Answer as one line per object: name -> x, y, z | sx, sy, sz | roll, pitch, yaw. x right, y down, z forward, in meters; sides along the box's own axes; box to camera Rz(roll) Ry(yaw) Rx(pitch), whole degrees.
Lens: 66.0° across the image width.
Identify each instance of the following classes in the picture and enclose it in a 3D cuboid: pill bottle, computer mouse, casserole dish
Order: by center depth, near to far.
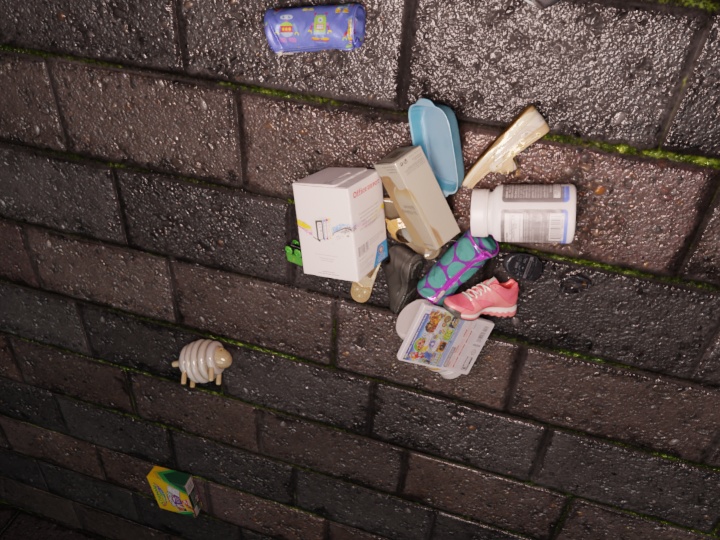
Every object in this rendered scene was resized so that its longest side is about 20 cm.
casserole dish -> 0.154, -0.245, 1.094 | 0.120, 0.038, 0.203 | 29, 141, 49
pill bottle -> 0.322, -0.114, 1.105 | 0.196, 0.114, 0.116 | 3, 124, 18
computer mouse -> 0.405, 0.004, 1.211 | 0.196, 0.034, 0.060 | 19, 110, 0
pill bottle -> 0.179, 0.172, 1.337 | 0.111, 0.114, 0.200 | -21, 126, 30

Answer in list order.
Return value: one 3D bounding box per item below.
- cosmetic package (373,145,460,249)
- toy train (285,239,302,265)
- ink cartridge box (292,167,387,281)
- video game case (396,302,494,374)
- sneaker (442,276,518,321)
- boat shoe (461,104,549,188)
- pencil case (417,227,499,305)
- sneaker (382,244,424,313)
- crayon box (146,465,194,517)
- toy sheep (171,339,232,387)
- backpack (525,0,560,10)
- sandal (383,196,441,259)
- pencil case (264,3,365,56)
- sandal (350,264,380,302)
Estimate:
cosmetic package -> 0.117, -0.149, 1.144 | 0.202, 0.071, 0.105 | 60, 164, -19
toy train -> -0.102, -0.022, 1.330 | 0.197, 0.042, 0.057 | 20, 136, 31
ink cartridge box -> -0.040, -0.105, 1.187 | 0.142, 0.147, 0.204 | 8, 117, 29
video game case -> 0.194, 0.158, 1.259 | 0.197, 0.018, 0.145 | 16, 111, -25
sneaker -> 0.269, 0.054, 1.231 | 0.196, 0.074, 0.088 | -2, 117, -26
boat shoe -> 0.279, -0.222, 1.072 | 0.069, 0.074, 0.200 | 41, 126, -4
pencil case -> 0.214, -0.005, 1.227 | 0.084, 0.093, 0.201 | 27, 128, -16
sneaker -> 0.092, 0.017, 1.307 | 0.090, 0.076, 0.202 | 36, 139, 25
crayon box -> -0.724, 0.865, 2.166 | 0.169, 0.059, 0.203 | 6, 124, 16
toy sheep -> -0.468, 0.270, 1.630 | 0.195, 0.139, 0.140 | -7, 121, 10
backpack -> 0.268, -0.513, 0.849 | 0.200, 0.127, 0.166 | 43, 137, -13
sandal -> 0.099, -0.090, 1.236 | 0.199, 0.054, 0.080 | 40, 126, -9
pencil case -> -0.087, -0.452, 1.043 | 0.196, 0.078, 0.089 | 4, 95, 17
sandal -> 0.005, 0.001, 1.321 | 0.076, 0.070, 0.215 | 14, 126, 10
